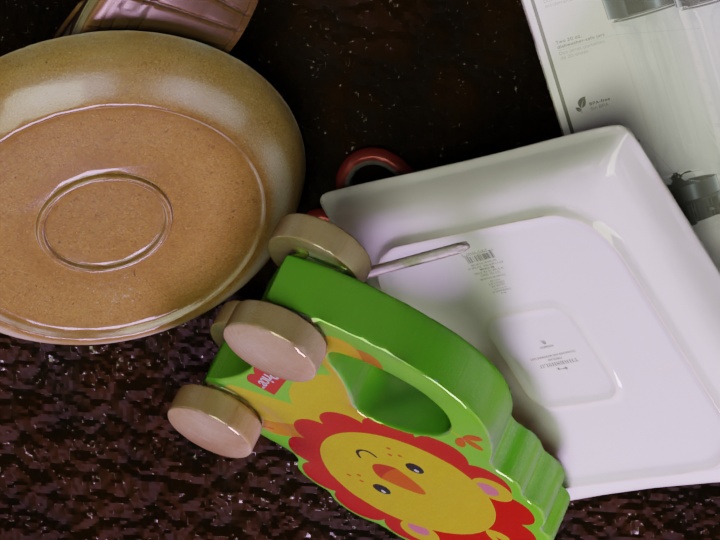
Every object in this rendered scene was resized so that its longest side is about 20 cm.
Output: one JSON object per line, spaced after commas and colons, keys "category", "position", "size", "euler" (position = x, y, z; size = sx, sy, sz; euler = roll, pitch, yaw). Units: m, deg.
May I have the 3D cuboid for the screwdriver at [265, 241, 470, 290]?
{"category": "screwdriver", "position": [0.000, 0.000, 1.373], "size": [0.029, 0.200, 0.028], "euler": [10, 79, -19]}

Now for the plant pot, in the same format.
{"category": "plant pot", "position": [-0.121, -0.029, 1.399], "size": [0.199, 0.028, 0.201], "euler": [-8, 138, -8]}

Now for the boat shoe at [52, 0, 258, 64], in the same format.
{"category": "boat shoe", "position": [-0.110, -0.112, 1.390], "size": [0.072, 0.072, 0.200], "euler": [15, 128, -28]}

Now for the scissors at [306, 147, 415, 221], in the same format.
{"category": "scissors", "position": [0.067, 0.002, 1.444], "size": [0.199, 0.014, 0.073], "euler": [23, 112, -2]}

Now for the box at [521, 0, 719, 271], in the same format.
{"category": "box", "position": [0.144, -0.093, 1.359], "size": [0.116, 0.060, 0.201], "euler": [-16, 109, 9]}

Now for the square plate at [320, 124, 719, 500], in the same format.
{"category": "square plate", "position": [0.093, 0.033, 1.383], "size": [0.199, 0.028, 0.198], "euler": [-12, 121, 45]}

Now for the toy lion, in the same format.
{"category": "toy lion", "position": [0.016, 0.072, 1.403], "size": [0.191, 0.069, 0.200], "euler": [28, 156, -4]}
